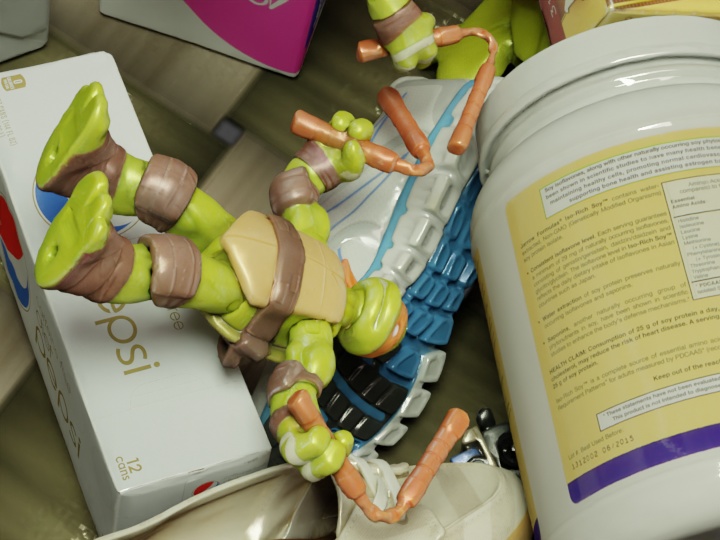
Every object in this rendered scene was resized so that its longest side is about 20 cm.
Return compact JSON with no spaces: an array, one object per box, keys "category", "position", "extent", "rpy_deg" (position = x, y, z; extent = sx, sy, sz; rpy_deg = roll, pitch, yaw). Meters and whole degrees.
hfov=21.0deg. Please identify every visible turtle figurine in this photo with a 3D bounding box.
[{"category":"turtle figurine","position":[-0.041,-0.008,0.723],"extent":[0.161,0.064,0.201],"rpy_deg":[25,50,-28]},{"category":"turtle figurine","position":[-0.005,-0.149,0.760],"extent":[0.161,0.064,0.201],"rpy_deg":[5,82,16]}]

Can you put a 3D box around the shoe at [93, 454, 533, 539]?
[{"category":"shoe","position":[-0.024,0.103,0.710],"extent":[0.199,0.054,0.070],"rpy_deg":[-16,29,-22]}]

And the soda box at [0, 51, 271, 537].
[{"category":"soda box","position":[-0.101,0.011,0.787],"extent":[0.063,0.068,0.200],"rpy_deg":[-15,61,-19]}]

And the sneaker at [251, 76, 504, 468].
[{"category":"sneaker","position":[0.000,0.000,0.834],"extent":[0.087,0.075,0.200],"rpy_deg":[19,70,42]}]

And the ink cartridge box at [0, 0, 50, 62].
[{"category":"ink cartridge box","position":[-0.230,-0.177,0.864],"extent":[0.116,0.068,0.200],"rpy_deg":[-23,72,-19]}]

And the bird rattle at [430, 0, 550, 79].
[{"category":"bird rattle","position":[0.132,-0.107,0.901],"extent":[0.200,0.113,0.163],"rpy_deg":[-21,83,-31]}]

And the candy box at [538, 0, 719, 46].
[{"category":"candy box","position":[0.167,-0.142,0.825],"extent":[0.199,0.056,0.117],"rpy_deg":[-3,65,-22]}]

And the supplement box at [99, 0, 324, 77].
[{"category":"supplement box","position":[-0.041,-0.207,0.891],"extent":[0.103,0.101,0.200],"rpy_deg":[20,65,-1]}]

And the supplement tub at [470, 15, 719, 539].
[{"category":"supplement tub","position":[0.122,0.020,0.741],"extent":[0.145,0.146,0.201],"rpy_deg":[-4,62,-12]}]

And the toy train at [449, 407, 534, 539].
[{"category":"toy train","position":[0.082,0.150,0.793],"extent":[0.046,0.034,0.200],"rpy_deg":[-22,72,-5]}]
